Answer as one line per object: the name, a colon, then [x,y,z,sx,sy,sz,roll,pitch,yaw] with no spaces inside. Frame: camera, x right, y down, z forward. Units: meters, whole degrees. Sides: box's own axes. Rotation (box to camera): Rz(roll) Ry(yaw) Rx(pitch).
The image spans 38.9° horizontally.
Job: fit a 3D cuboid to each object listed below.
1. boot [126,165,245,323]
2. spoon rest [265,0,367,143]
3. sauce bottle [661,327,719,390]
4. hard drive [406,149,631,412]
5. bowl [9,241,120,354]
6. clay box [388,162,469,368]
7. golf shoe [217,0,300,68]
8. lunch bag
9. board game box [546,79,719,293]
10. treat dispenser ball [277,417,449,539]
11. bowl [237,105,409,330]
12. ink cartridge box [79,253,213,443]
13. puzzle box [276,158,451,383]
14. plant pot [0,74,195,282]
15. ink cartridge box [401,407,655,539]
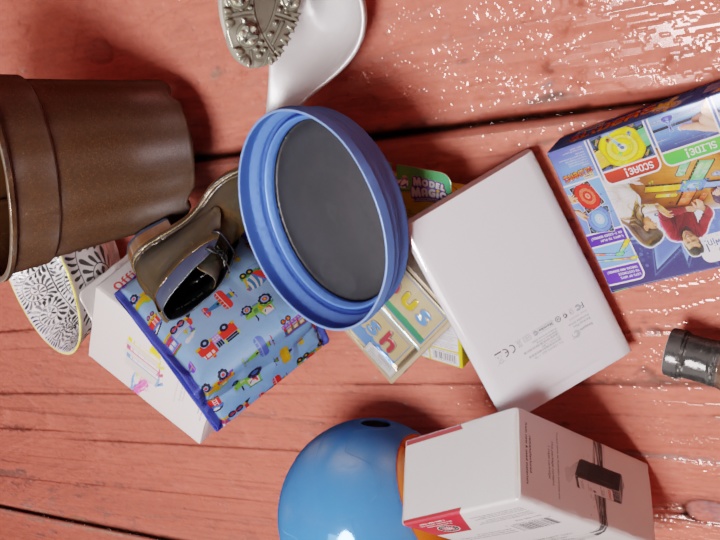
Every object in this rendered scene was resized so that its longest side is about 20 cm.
boot: [-0.133,-0.029,1.007,0.075,0.198,0.098,51,-172,-50]
spoon rest: [-0.048,-0.188,0.921,0.099,0.061,0.202,32,133,17]
sauce bottle: [0.343,0.089,0.814,0.197,0.066,0.067,17,127,28]
hard drive: [0.136,0.016,0.892,0.130,0.025,0.202,-29,102,2]
bowl: [-0.348,-0.011,1.219,0.199,0.093,0.204,31,134,38]
clay box: [0.054,-0.015,0.968,0.113,0.047,0.203,15,125,32]
golf shoe: [-0.103,-0.274,0.882,0.097,0.077,0.205,3,95,57]
lunch bag: [-0.152,0.033,1.048,0.200,0.150,0.095,46,163,28]
board game box: [0.260,-0.067,0.792,0.198,0.034,0.137,-16,109,41]
treat dispenser ball: [0.010,0.259,1.072,0.198,0.201,0.204,18,128,25]
bowl: [-0.034,-0.048,0.904,0.199,0.039,0.204,27,128,39]
ink cartridge box: [-0.209,0.066,1.156,0.199,0.128,0.126,35,136,13]
puzzle box: [0.000,0.000,0.970,0.200,0.025,0.133,47,138,7]
plant pot: [-0.282,-0.105,1.021,0.199,0.195,0.204,25,120,53]
ink cartridge box: [0.157,0.208,0.945,0.198,0.085,0.143,26,145,-34]
